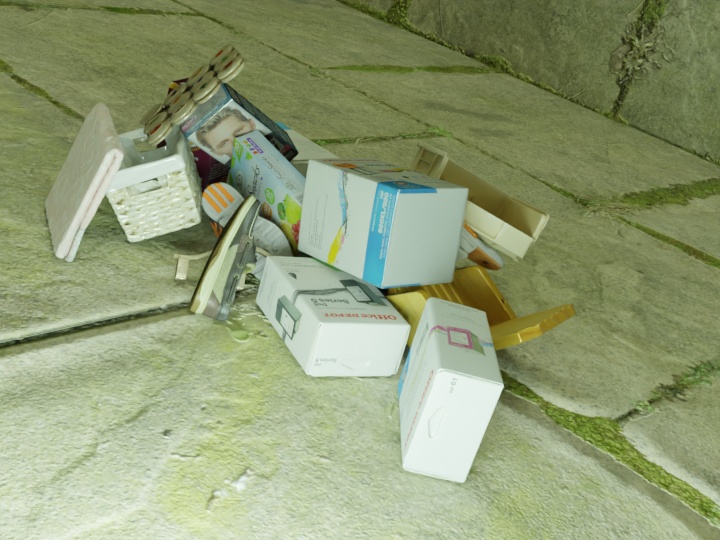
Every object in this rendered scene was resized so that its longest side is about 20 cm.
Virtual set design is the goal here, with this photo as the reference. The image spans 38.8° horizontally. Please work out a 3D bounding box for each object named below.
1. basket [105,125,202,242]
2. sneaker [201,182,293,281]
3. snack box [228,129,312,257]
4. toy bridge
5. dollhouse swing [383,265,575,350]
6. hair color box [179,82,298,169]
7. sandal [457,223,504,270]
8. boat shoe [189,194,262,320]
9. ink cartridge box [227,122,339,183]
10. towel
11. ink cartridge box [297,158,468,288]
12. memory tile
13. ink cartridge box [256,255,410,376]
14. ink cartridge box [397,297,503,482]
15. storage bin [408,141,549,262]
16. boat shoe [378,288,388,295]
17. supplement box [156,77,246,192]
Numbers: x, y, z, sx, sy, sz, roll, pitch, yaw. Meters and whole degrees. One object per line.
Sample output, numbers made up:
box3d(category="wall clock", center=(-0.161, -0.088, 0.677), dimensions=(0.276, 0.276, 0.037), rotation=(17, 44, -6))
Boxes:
box3d(category="basket", center=(-0.328, -0.144, 1.628), dimensions=(0.135, 0.124, 0.200), rotation=(-16, 26, -1))
box3d(category="sneaker", center=(-0.171, -0.049, 1.616), dimensions=(0.200, 0.078, 0.112), rotation=(53, -10, 10))
box3d(category="snack box", center=(-0.135, -0.108, 1.638), dimensions=(0.053, 0.142, 0.200), rotation=(-23, 56, -33))
box3d(category="toy bridge", center=(-0.179, -0.005, 1.523), dimensions=(0.200, 0.067, 0.027), rotation=(10, -2, -15))
box3d(category="dollhouse swing", center=(0.177, 0.043, 1.488), dimensions=(0.200, 0.176, 0.182), rotation=(-19, 74, -54))
box3d(category="hair color box", center=(-0.200, -0.222, 1.682), dimensions=(0.200, 0.100, 0.061), rotation=(34, 21, -54))
box3d(category="sandal", center=(0.149, -0.032, 1.595), dimensions=(0.207, 0.059, 0.079), rotation=(33, -19, -34))
box3d(category="boat shoe", center=(-0.182, -0.016, 1.469), dimensions=(0.065, 0.073, 0.200), rotation=(29, 65, -13))
box3d(category="ink cartridge box", center=(-0.142, -0.173, 1.852), dimensions=(0.125, 0.129, 0.200), rotation=(-9, 33, -45))
box3d(category="towel", center=(-0.410, -0.134, 1.515), dimensions=(0.032, 0.191, 0.200), rotation=(21, 18, -31))
box3d(category="ink cartridge box", center=(0.028, -0.074, 1.492), dimensions=(0.147, 0.145, 0.200), rotation=(-5, 20, -42))
box3d(category="memory tile", center=(-0.267, -0.280, 1.613), dimensions=(0.017, 0.200, 0.153), rotation=(47, 5, -27))
box3d(category="ink cartridge box", center=(-0.042, 0.062, 1.444), dimensions=(0.145, 0.084, 0.200), rotation=(3, 26, -30))
box3d(category="ink cartridge box", center=(0.107, 0.145, 1.276), dimensions=(0.084, 0.145, 0.200), rotation=(16, 23, -5))
box3d(category="storage bin", center=(0.177, -0.114, 1.666), dimensions=(0.200, 0.094, 0.199), rotation=(29, 6, -15))
box3d(category="boat shoe", center=(0.000, 0.000, 1.643), dimensions=(0.072, 0.060, 0.200), rotation=(-4, 30, -38))
box3d(category="supplement box", center=(-0.284, -0.221, 1.774), dimensions=(0.110, 0.200, 0.086), rotation=(23, 23, 14))
